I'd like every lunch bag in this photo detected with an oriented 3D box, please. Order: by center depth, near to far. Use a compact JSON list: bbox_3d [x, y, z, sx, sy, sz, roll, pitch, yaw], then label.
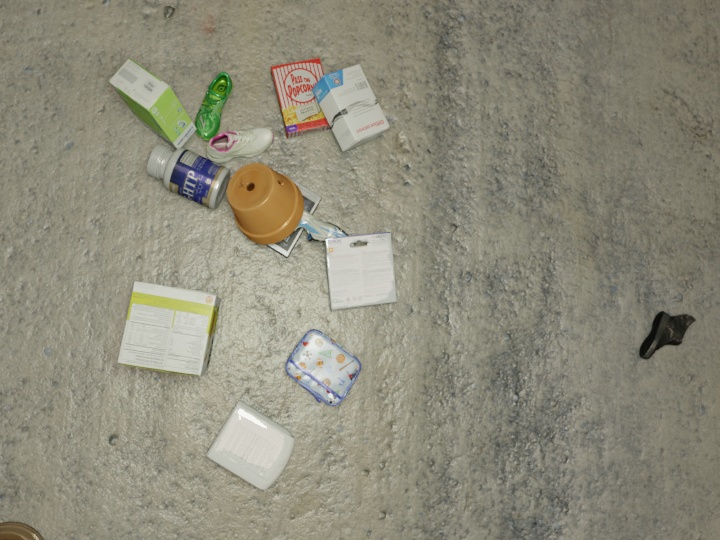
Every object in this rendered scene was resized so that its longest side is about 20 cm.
[{"bbox_3d":[-0.101,0.271,1.507,0.199,0.076,0.161,37,81,-3],"label":"lunch bag"}]

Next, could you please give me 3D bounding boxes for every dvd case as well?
[{"bbox_3d":[-0.221,-0.161,1.561,0.148,0.025,0.203,30,79,-5],"label":"dvd case"}]

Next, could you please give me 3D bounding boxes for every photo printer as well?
[{"bbox_3d":[-0.283,0.467,1.452,0.198,0.069,0.168,32,79,-6],"label":"photo printer"}]

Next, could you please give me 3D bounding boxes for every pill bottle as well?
[{"bbox_3d":[-0.464,-0.259,1.481,0.197,0.120,0.122,23,80,-6],"label":"pill bottle"}]

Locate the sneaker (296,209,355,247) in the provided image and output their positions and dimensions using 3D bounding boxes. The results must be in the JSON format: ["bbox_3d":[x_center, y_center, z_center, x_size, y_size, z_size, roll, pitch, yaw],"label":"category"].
[{"bbox_3d":[-0.105,-0.105,1.546,0.197,0.072,0.074,24,94,-20],"label":"sneaker"}]

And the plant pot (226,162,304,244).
[{"bbox_3d":[-0.264,-0.189,1.459,0.195,0.140,0.205,-5,69,14],"label":"plant pot"}]

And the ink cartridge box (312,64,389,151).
[{"bbox_3d":[-0.027,-0.465,1.572,0.143,0.084,0.203,-29,94,-35],"label":"ink cartridge box"}]

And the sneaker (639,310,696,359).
[{"bbox_3d":[0.956,0.209,1.707,0.103,0.060,0.202,32,76,0],"label":"sneaker"}]

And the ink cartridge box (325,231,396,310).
[{"bbox_3d":[0.000,0.000,1.558,0.192,0.043,0.205,-6,94,-10],"label":"ink cartridge box"}]

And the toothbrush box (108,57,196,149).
[{"bbox_3d":[-0.537,-0.429,1.433,0.144,0.200,0.087,36,77,13],"label":"toothbrush box"}]

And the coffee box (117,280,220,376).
[{"bbox_3d":[-0.473,0.149,1.390,0.195,0.200,0.203,10,82,-9],"label":"coffee box"}]

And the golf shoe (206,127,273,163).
[{"bbox_3d":[-0.335,-0.357,1.531,0.197,0.092,0.077,-22,86,-13],"label":"golf shoe"}]

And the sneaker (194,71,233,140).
[{"bbox_3d":[-0.415,-0.465,1.532,0.073,0.084,0.204,17,81,-8],"label":"sneaker"}]

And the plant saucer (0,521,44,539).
[{"bbox_3d":[-0.870,0.724,1.339,0.195,0.029,0.205,1,82,-10],"label":"plant saucer"}]

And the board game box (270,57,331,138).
[{"bbox_3d":[-0.167,-0.503,1.600,0.148,0.046,0.204,-15,86,-12],"label":"board game box"}]
